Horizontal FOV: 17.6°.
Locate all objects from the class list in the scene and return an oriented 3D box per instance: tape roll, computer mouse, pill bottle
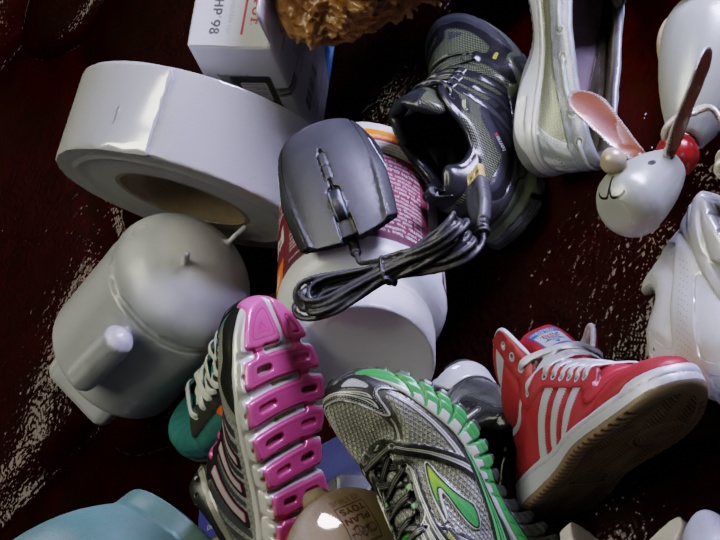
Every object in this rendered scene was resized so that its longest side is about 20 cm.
[{"bbox_3d":[-0.123,-0.084,1.730,0.202,0.202,0.071,1,70,51],"label":"tape roll"},{"bbox_3d":[0.010,-0.057,1.493,0.139,0.046,0.201,-19,35,8],"label":"computer mouse"},{"bbox_3d":[0.000,0.000,1.565,0.114,0.114,0.201,-43,26,27],"label":"pill bottle"}]

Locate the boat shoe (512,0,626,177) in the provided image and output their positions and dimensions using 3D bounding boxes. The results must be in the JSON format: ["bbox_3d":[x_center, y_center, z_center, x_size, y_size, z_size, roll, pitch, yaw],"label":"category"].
[{"bbox_3d":[0.151,-0.162,1.549,0.064,0.074,0.204,-1,72,44],"label":"boat shoe"}]

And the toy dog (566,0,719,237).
[{"bbox_3d":[0.191,-0.119,1.402,0.131,0.097,0.201,-24,26,28],"label":"toy dog"}]

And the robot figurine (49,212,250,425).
[{"bbox_3d":[-0.157,0.034,1.764,0.200,0.113,0.170,-47,1,39],"label":"robot figurine"}]

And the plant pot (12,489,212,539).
[{"bbox_3d":[-0.152,0.232,1.540,0.134,0.201,0.200,-46,31,-21],"label":"plant pot"}]

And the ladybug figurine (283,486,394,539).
[{"bbox_3d":[0.006,0.228,1.419,0.072,0.135,0.201,-27,82,48],"label":"ladybug figurine"}]

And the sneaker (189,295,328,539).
[{"bbox_3d":[-0.070,0.115,1.475,0.087,0.073,0.202,2,105,43],"label":"sneaker"}]

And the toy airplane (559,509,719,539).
[{"bbox_3d":[0.143,0.210,1.272,0.198,0.141,0.202,-1,69,52],"label":"toy airplane"}]

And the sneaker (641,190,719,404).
[{"bbox_3d":[0.214,0.050,1.349,0.100,0.078,0.201,-51,28,28],"label":"sneaker"}]

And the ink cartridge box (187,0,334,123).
[{"bbox_3d":[-0.075,-0.188,1.735,0.066,0.200,0.117,2,66,14],"label":"ink cartridge box"}]

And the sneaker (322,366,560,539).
[{"bbox_3d":[0.045,0.143,1.386,0.085,0.200,0.078,-36,-6,-38],"label":"sneaker"}]

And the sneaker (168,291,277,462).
[{"bbox_3d":[-0.086,0.065,1.695,0.200,0.080,0.072,-41,42,29],"label":"sneaker"}]

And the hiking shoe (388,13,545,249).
[{"bbox_3d":[0.066,-0.113,1.596,0.076,0.100,0.201,-40,42,29],"label":"hiking shoe"}]

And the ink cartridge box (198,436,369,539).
[{"bbox_3d":[-0.068,0.219,1.614,0.197,0.047,0.201,-30,50,39],"label":"ink cartridge box"}]

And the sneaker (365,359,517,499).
[{"bbox_3d":[0.046,0.156,1.484,0.090,0.066,0.201,25,84,54],"label":"sneaker"}]

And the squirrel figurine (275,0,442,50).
[{"bbox_3d":[0.039,-0.227,1.650,0.185,0.142,0.200,0,31,20],"label":"squirrel figurine"}]

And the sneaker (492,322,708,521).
[{"bbox_3d":[0.134,0.064,1.374,0.200,0.071,0.113,129,135,-57],"label":"sneaker"}]
